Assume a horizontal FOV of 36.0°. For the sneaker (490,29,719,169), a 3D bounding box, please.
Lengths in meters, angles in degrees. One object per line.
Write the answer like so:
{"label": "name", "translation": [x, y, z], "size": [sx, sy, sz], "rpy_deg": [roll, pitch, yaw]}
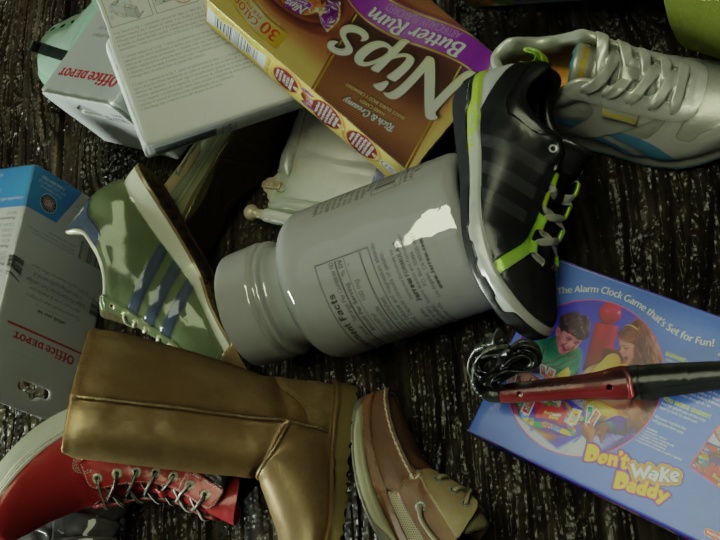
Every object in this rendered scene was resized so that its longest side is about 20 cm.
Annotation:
{"label": "sneaker", "translation": [0.186, -0.125, 0.783], "size": [0.199, 0.081, 0.077], "rpy_deg": [8, 72, 29]}

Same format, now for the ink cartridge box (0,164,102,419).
{"label": "ink cartridge box", "translation": [-0.287, 0.024, 0.956], "size": [0.066, 0.116, 0.201], "rpy_deg": [-2, 68, 27]}

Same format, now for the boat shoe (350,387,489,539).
{"label": "boat shoe", "translation": [0.051, 0.174, 0.742], "size": [0.074, 0.076, 0.201], "rpy_deg": [-22, 69, 13]}

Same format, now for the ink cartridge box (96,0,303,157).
{"label": "ink cartridge box", "translation": [-0.106, -0.204, 0.883], "size": [0.199, 0.044, 0.174], "rpy_deg": [-20, 85, -11]}

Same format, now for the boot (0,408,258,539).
{"label": "boot", "translation": [-0.171, 0.162, 0.826], "size": [0.200, 0.073, 0.144], "rpy_deg": [-33, 54, -24]}

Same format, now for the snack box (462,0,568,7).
{"label": "snack box", "translation": [0.117, -0.244, 0.804], "size": [0.200, 0.142, 0.053], "rpy_deg": [11, 83, 47]}

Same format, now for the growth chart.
{"label": "growth chart", "translation": [0.000, -0.114, 0.913], "size": [0.144, 0.018, 0.201], "rpy_deg": [20, 80, 28]}

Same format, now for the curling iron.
{"label": "curling iron", "translation": [0.160, 0.063, 0.686], "size": [0.199, 0.050, 0.026], "rpy_deg": [0, 37, 21]}

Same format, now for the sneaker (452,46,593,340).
{"label": "sneaker", "translation": [0.113, -0.057, 0.732], "size": [0.083, 0.072, 0.201], "rpy_deg": [-19, 69, 29]}

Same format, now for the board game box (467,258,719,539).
{"label": "board game box", "translation": [0.187, 0.087, 0.714], "size": [0.199, 0.045, 0.135], "rpy_deg": [23, 82, 34]}

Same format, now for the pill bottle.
{"label": "pill bottle", "translation": [0.000, 0.000, 0.811], "size": [0.199, 0.114, 0.115], "rpy_deg": [-19, 62, 20]}

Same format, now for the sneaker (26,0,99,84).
{"label": "sneaker", "translation": [-0.250, -0.261, 1.082], "size": [0.118, 0.074, 0.201], "rpy_deg": [15, 76, 35]}

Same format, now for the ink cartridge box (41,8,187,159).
{"label": "ink cartridge box", "translation": [-0.170, -0.207, 0.978], "size": [0.145, 0.083, 0.200], "rpy_deg": [18, 72, 48]}

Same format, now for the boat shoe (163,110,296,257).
{"label": "boat shoe", "translation": [-0.130, -0.083, 0.945], "size": [0.063, 0.073, 0.201], "rpy_deg": [36, 96, 30]}

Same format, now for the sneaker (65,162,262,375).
{"label": "sneaker", "translation": [-0.161, 0.022, 0.881], "size": [0.090, 0.067, 0.201], "rpy_deg": [-29, 87, 5]}

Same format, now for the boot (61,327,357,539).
{"label": "boot", "translation": [-0.109, 0.136, 0.777], "size": [0.199, 0.066, 0.176], "rpy_deg": [11, 49, -7]}

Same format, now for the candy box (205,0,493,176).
{"label": "candy box", "translation": [-0.006, -0.174, 0.846], "size": [0.200, 0.056, 0.117], "rpy_deg": [40, 80, -2]}

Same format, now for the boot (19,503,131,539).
{"label": "boot", "translation": [-0.199, 0.225, 0.857], "size": [0.199, 0.070, 0.132], "rpy_deg": [9, 68, 26]}

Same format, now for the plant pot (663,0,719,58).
{"label": "plant pot", "translation": [0.303, -0.196, 0.702], "size": [0.199, 0.187, 0.188], "rpy_deg": [0, 69, 37]}
